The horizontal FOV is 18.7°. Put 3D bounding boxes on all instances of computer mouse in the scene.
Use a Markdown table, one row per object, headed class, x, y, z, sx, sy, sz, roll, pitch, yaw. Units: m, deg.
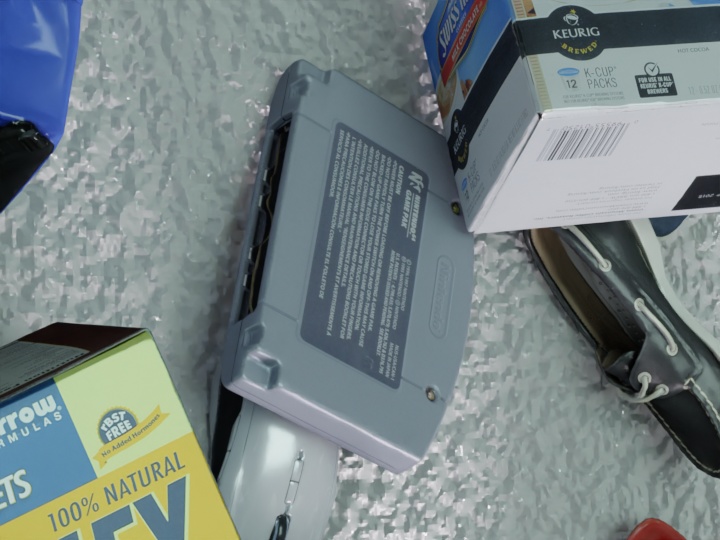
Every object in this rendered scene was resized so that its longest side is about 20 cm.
| class | x | y | z | sx | sy | sz | roll | pitch | yaw |
| --- | --- | --- | --- | --- | --- | --- | --- | --- | --- |
| computer mouse | -0.047 | 0.121 | 1.122 | 0.109 | 0.044 | 0.202 | 12 | 77 | -32 |

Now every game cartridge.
| class | x | y | z | sx | sy | sz | roll | pitch | yaw |
| --- | --- | --- | --- | --- | --- | --- | --- | --- | --- |
| game cartridge | 0.000 | 0.000 | 1.151 | 0.132 | 0.041 | 0.201 | 27 | 54 | -25 |

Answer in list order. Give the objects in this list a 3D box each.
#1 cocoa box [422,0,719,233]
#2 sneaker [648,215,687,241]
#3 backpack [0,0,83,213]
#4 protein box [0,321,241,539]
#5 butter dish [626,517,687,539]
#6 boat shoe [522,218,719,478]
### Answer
| class | x | y | z | sx | sy | sz | roll | pitch | yaw |
| --- | --- | --- | --- | --- | --- | --- | --- | --- | --- |
| cocoa box | 0.151 | -0.113 | 1.181 | 0.198 | 0.134 | 0.132 | -5 | 65 | -17 |
| sneaker | 0.210 | -0.109 | 1.308 | 0.075 | 0.084 | 0.201 | 35 | 65 | -25 |
| backpack | -0.235 | -0.119 | 0.964 | 0.198 | 0.162 | 0.169 | 12 | 67 | -19 |
| protein box | -0.132 | 0.139 | 0.947 | 0.134 | 0.200 | 0.200 | -25 | 97 | -17 |
| butter dish | 0.210 | 0.265 | 1.214 | 0.200 | 0.147 | 0.200 | 46 | 60 | -20 |
| boat shoe | 0.161 | 0.040 | 1.259 | 0.060 | 0.074 | 0.201 | -33 | 99 | -33 |
